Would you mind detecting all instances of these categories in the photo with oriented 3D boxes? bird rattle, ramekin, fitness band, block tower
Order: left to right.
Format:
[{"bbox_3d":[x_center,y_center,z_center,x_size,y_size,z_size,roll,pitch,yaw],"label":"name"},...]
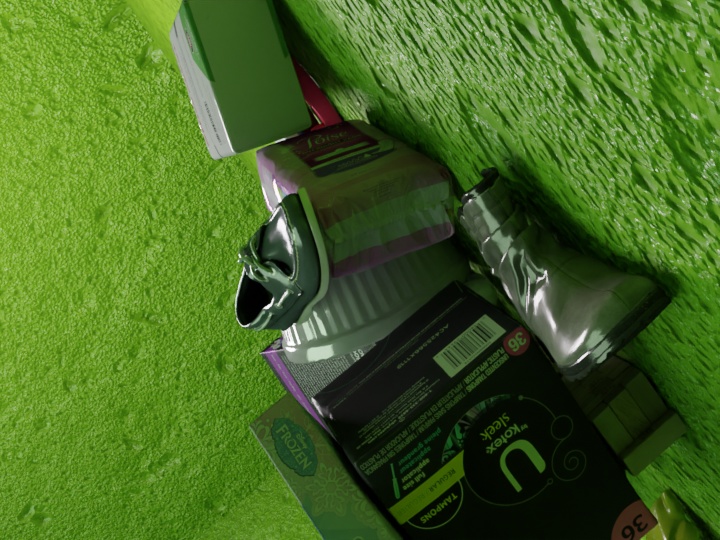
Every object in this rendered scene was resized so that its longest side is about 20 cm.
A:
[{"bbox_3d":[-0.052,-0.167,1.198,0.144,0.037,0.201,51,175,36],"label":"fitness band"},{"bbox_3d":[0.000,0.000,1.038,0.095,0.200,0.202,64,173,-10],"label":"ramekin"},{"bbox_3d":[0.176,0.094,0.847,0.058,0.054,0.200,51,175,-17],"label":"block tower"},{"bbox_3d":[0.323,0.294,0.948,0.199,0.114,0.163,29,173,43],"label":"bird rattle"}]

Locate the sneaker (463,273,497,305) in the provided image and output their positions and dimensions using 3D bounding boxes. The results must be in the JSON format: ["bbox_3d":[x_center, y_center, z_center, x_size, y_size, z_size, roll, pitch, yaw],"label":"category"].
[{"bbox_3d":[0.088,0.077,1.063,0.100,0.078,0.200,51,143,5],"label":"sneaker"}]

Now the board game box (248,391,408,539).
[{"bbox_3d":[0.018,0.206,0.776,0.200,0.043,0.200,50,176,34],"label":"board game box"}]

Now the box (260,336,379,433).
[{"bbox_3d":[-0.006,0.125,1.112,0.199,0.036,0.144,-12,114,53],"label":"box"}]

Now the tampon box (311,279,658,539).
[{"bbox_3d":[0.089,0.140,0.783,0.201,0.149,0.126,52,176,-20],"label":"tampon box"}]

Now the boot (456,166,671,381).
[{"bbox_3d":[0.108,-0.005,0.660,0.131,0.067,0.200,52,176,1],"label":"boot"}]

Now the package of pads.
[{"bbox_3d":[-0.008,-0.069,0.933,0.200,0.119,0.077,-136,32,-62],"label":"package of pads"}]

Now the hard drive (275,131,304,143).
[{"bbox_3d":[-0.053,-0.115,1.212,0.200,0.025,0.132,51,176,44],"label":"hard drive"}]

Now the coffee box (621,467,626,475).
[{"bbox_3d":[0.130,0.148,0.962,0.198,0.081,0.113,28,-165,0],"label":"coffee box"}]

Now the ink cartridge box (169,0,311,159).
[{"bbox_3d":[-0.124,-0.193,1.061,0.200,0.083,0.148,-160,51,-76],"label":"ink cartridge box"}]

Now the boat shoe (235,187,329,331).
[{"bbox_3d":[-0.068,0.000,0.874,0.200,0.061,0.074,112,141,-65],"label":"boat shoe"}]
